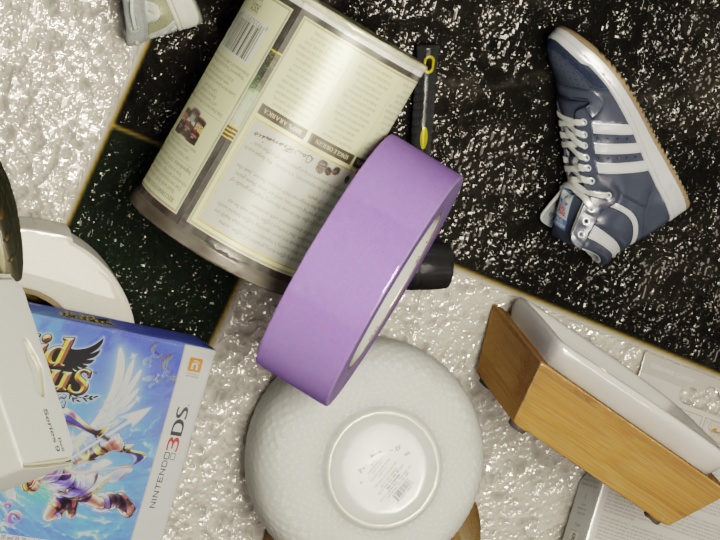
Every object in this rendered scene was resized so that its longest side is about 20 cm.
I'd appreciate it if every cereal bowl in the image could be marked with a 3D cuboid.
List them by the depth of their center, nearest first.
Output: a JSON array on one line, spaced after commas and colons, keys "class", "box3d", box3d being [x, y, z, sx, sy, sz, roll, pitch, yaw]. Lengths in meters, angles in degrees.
[{"class": "cereal bowl", "box3d": [0.009, 0.154, 1.643, 0.199, 0.083, 0.202, 0, 92, -13]}]

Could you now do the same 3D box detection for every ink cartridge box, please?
[{"class": "ink cartridge box", "box3d": [-0.321, 0.103, 1.443, 0.199, 0.087, 0.146, -22, 83, 16]}, {"class": "ink cartridge box", "box3d": [0.275, 0.189, 1.799, 0.160, 0.050, 0.201, 20, 82, -23]}]

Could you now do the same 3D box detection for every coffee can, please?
[{"class": "coffee can", "box3d": [-0.061, -0.103, 1.525, 0.146, 0.146, 0.201, 28, 98, -24]}]

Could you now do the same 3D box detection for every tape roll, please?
[{"class": "tape roll", "box3d": [0.000, 0.000, 1.524, 0.065, 0.200, 0.201, 30, 98, 4]}, {"class": "tape roll", "box3d": [-0.272, 0.058, 1.571, 0.201, 0.037, 0.204, -6, 110, -15]}]

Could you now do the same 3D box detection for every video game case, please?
[{"class": "video game case", "box3d": [-0.226, 0.123, 1.547, 0.199, 0.045, 0.182, 13, 96, -31]}]

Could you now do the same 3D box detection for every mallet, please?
[{"class": "mallet", "box3d": [0.037, -0.080, 1.629, 0.065, 0.041, 0.201, -7, 105, -13]}]

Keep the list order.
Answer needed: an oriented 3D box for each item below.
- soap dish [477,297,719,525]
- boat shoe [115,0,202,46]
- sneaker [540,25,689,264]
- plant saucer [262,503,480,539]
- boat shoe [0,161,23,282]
[{"class": "soap dish", "box3d": [0.192, 0.116, 1.663, 0.200, 0.157, 0.081, 35, 97, -18]}, {"class": "boat shoe", "box3d": [-0.174, -0.236, 1.457, 0.064, 0.075, 0.202, -27, 146, 1]}, {"class": "sneaker", "box3d": [0.180, -0.093, 1.649, 0.108, 0.070, 0.200, -38, 118, -5]}, {"class": "plant saucer", "box3d": [0.014, 0.244, 1.727, 0.199, 0.035, 0.201, -5, 109, -16]}, {"class": "boat shoe", "box3d": [-0.307, -0.077, 1.489, 0.073, 0.076, 0.201, -20, 94, 4]}]
